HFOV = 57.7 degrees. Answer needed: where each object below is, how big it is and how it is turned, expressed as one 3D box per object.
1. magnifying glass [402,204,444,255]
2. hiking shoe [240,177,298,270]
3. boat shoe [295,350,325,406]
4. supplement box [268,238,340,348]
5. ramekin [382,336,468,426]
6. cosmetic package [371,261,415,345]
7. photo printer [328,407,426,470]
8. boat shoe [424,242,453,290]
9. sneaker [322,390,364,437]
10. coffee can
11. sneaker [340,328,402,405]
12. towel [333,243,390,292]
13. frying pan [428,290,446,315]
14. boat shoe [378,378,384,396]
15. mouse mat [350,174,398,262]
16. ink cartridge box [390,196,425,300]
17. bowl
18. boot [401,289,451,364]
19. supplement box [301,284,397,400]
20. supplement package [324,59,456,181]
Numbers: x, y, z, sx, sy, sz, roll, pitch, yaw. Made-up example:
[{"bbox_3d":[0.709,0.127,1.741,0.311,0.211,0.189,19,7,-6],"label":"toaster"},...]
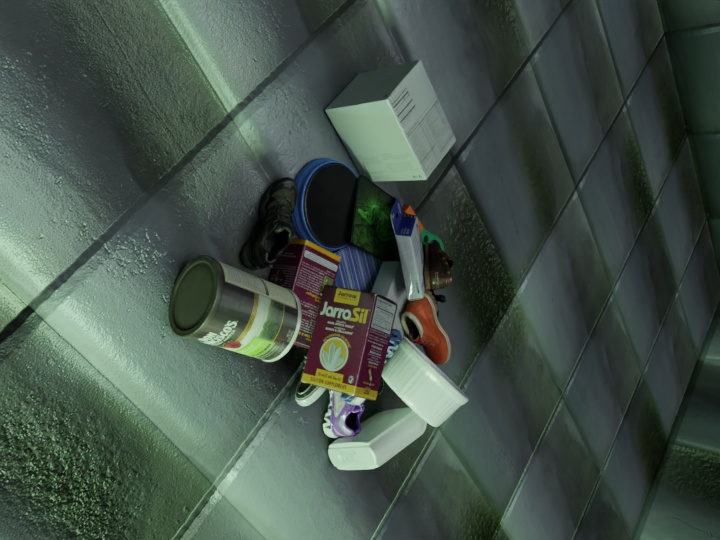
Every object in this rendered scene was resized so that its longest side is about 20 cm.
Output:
[{"bbox_3d":[0.159,-0.086,1.666,0.080,0.022,0.201,-55,130,-27],"label":"magnifying glass"},{"bbox_3d":[-0.156,-0.090,1.287,0.075,0.100,0.203,33,71,-42],"label":"hiking shoe"},{"bbox_3d":[-0.093,0.192,1.404,0.064,0.070,0.201,53,50,-35],"label":"boat shoe"},{"bbox_3d":[-0.127,0.047,1.339,0.110,0.085,0.203,26,75,-44],"label":"supplement box"},{"bbox_3d":[0.135,0.250,1.447,0.098,0.200,0.200,-47,129,1],"label":"ramekin"},{"bbox_3d":[0.084,0.102,1.541,0.201,0.051,0.152,63,36,-39],"label":"cosmetic package"},{"bbox_3d":[0.046,0.377,1.491,0.199,0.165,0.070,-23,91,-41],"label":"photo printer"},{"bbox_3d":[0.189,-0.011,1.574,0.201,0.069,0.071,-81,161,-61],"label":"boat shoe"},{"bbox_3d":[-0.028,0.279,1.461,0.080,0.088,0.204,1,92,-44],"label":"sneaker"},{"bbox_3d":[-0.227,0.074,1.199,0.199,0.145,0.149,25,76,-44],"label":"coffee can"},{"bbox_3d":[-0.003,0.181,1.410,0.115,0.080,0.201,40,65,-14],"label":"sneaker"},{"bbox_3d":[0.000,0.000,1.511,0.199,0.024,0.147,-32,116,-41],"label":"towel"},{"bbox_3d":[0.178,0.080,1.607,0.030,0.190,0.116,-15,115,-4],"label":"frying pan"},{"bbox_3d":[0.021,0.214,1.523,0.075,0.060,0.202,-40,120,-35],"label":"boat shoe"},{"bbox_3d":[0.037,-0.113,1.507,0.199,0.007,0.164,25,69,-57],"label":"mouse mat"},{"bbox_3d":[0.116,-0.059,1.524,0.200,0.040,0.203,-67,145,-69],"label":"ink cartridge box"},{"bbox_3d":[-0.066,-0.141,1.417,0.199,0.039,0.204,-6,98,-45],"label":"bowl"},{"bbox_3d":[0.151,0.156,1.548,0.107,0.074,0.202,-49,123,-47],"label":"boot"},{"bbox_3d":[-0.020,0.144,1.313,0.103,0.129,0.203,28,72,-58],"label":"supplement box"},{"bbox_3d":[0.068,-0.319,1.429,0.148,0.190,0.201,-52,127,-29],"label":"supplement package"}]
